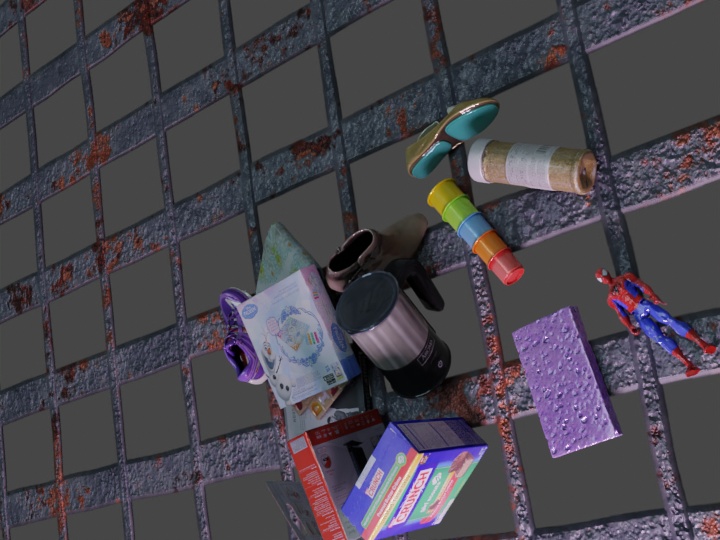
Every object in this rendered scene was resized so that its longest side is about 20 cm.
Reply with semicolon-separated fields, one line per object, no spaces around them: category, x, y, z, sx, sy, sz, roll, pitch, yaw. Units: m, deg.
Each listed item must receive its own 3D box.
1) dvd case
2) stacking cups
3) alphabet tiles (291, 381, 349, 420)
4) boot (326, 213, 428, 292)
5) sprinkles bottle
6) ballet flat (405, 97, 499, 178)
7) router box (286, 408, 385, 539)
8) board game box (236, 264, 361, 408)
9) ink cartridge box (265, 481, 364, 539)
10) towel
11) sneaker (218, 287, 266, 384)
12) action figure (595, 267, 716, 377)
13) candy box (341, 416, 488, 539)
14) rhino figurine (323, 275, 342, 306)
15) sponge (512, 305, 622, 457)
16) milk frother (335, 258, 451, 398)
dvd case;-0.065;0.220;1.784;0.198;0.025;0.154;-15;76;39
stacking cups;0.183;-0.059;1.577;0.061;0.060;0.201;-50;57;24
alphabet tiles;-0.096;0.165;1.751;0.167;0.006;0.201;50;132;16
boot;0.026;-0.037;1.610;0.070;0.146;0.200;43;86;19
sprinkles bottle;0.261;-0.161;1.516;0.198;0.068;0.070;12;94;40
ballet flat;0.143;-0.233;1.628;0.199;0.068;0.064;-38;49;30
router box;-0.011;0.332;1.599;0.048;0.198;0.182;-30;77;33
board game box;-0.110;0.117;1.711;0.199;0.043;0.202;-27;87;45
ink cartridge box;-0.072;0.428;1.654;0.057;0.198;0.163;-51;57;20
towel;-0.136;0.040;1.805;0.171;0.047;0.203;43;128;44
sneaker;-0.231;0.121;1.897;0.080;0.083;0.203;-38;62;30
action figure;0.403;0.061;1.389;0.200;0.051;0.066;47;118;36
candy box;0.086;0.319;1.531;0.077;0.198;0.171;41;111;34
rhino figurine;0.000;0.000;1.728;0.200;0.059;0.088;-46;56;25
sponge;0.305;0.166;1.472;0.111;0.030;0.204;-29;68;35
milk frother;0.026;0.087;1.609;0.197;0.189;0.183;-11;46;31
